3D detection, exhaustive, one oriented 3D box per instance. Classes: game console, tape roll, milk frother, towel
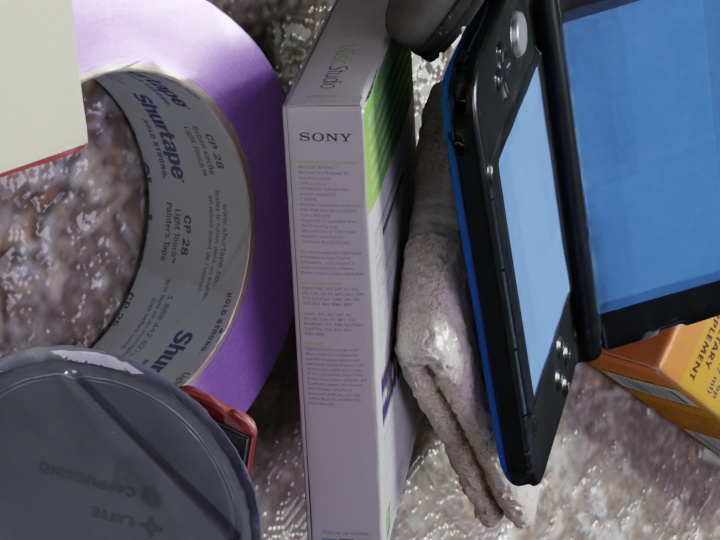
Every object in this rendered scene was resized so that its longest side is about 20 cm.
[{"bbox_3d":[0.117,-0.033,1.001,0.171,0.118,0.201,-66,149,-55],"label":"game console"},{"bbox_3d":[-0.112,-0.014,0.912,0.200,0.065,0.201,-13,109,-45],"label":"tape roll"},{"bbox_3d":[-0.152,0.148,0.779,0.180,0.188,0.201,17,49,-23],"label":"milk frother"},{"bbox_3d":[0.055,0.022,1.050,0.200,0.034,0.133,61,31,-59],"label":"towel"}]

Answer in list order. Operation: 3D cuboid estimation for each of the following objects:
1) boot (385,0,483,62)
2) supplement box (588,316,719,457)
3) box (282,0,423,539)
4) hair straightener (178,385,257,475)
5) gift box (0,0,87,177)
[{"bbox_3d":[0.008,-0.193,0.925,0.130,0.068,0.201,15,102,-14],"label":"boot"},{"bbox_3d":[0.192,0.054,1.244,0.200,0.069,0.067,34,76,-47],"label":"supplement box"},{"bbox_3d":[0.000,0.000,0.986,0.144,0.036,0.201,-70,161,-65],"label":"box"},{"bbox_3d":[-0.080,0.117,0.916,0.077,0.041,0.200,-61,177,-28],"label":"hair straightener"},{"bbox_3d":[-0.204,-0.111,0.708,0.200,0.184,0.188,-25,118,-47],"label":"gift box"}]
